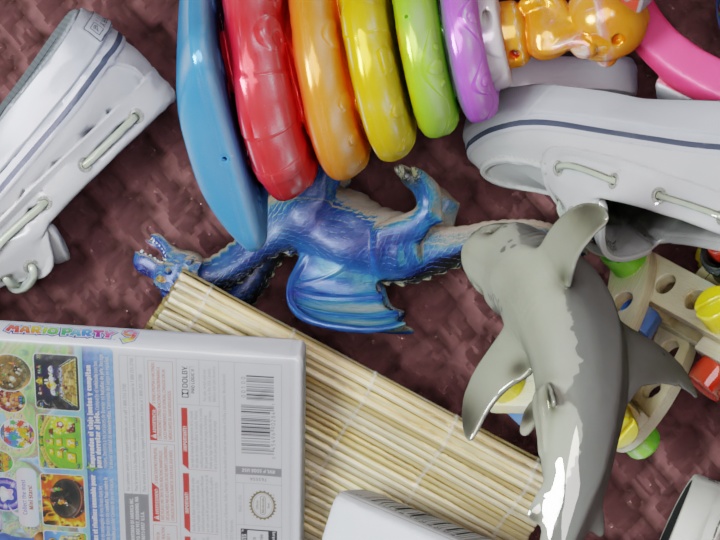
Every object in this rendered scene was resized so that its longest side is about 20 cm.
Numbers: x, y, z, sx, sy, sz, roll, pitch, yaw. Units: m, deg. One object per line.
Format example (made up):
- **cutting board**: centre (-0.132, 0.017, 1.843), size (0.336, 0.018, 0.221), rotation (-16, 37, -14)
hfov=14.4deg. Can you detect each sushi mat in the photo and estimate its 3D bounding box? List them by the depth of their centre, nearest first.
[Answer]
- **sushi mat**: centre (-0.015, 0.082, 1.286), size (0.199, 0.012, 0.096), rotation (28, 118, -1)

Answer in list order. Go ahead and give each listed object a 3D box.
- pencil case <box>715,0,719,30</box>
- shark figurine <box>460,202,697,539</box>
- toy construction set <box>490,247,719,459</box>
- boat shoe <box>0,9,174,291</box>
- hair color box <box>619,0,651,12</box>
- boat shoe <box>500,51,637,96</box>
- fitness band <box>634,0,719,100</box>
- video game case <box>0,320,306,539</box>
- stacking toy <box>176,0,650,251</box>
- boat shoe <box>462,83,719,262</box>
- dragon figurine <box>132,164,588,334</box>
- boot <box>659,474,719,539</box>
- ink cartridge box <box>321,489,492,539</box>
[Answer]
- **pencil case**: centre (0.260, -0.124, 1.281), size (0.199, 0.087, 0.078), rotation (-20, 94, 2)
- **shark figurine**: centre (0.098, 0.062, 1.173), size (0.089, 0.128, 0.215), rotation (15, 58, -27)
- **toy construction set**: centre (0.157, 0.052, 1.232), size (0.200, 0.092, 0.131), rotation (35, 81, 37)
- **boat shoe**: centre (-0.162, -0.022, 1.294), size (0.067, 0.074, 0.200), rotation (38, 96, -12)
- **hair color box**: centre (0.161, -0.209, 1.189), size (0.061, 0.102, 0.200), rotation (38, 63, 18)
- **boat shoe**: centre (0.029, -0.113, 1.304), size (0.199, 0.072, 0.068), rotation (6, 86, 10)
- **fitness band**: centre (0.202, -0.121, 1.230), size (0.199, 0.037, 0.144), rotation (22, 76, 17)
- **video game case**: centre (-0.124, 0.087, 1.278), size (0.199, 0.018, 0.144), rotation (4, 123, 3)
- **stacking toy**: centre (0.024, -0.094, 1.215), size (0.199, 0.110, 0.116), rotation (-11, 126, 7)
- **boat shoe**: centre (0.110, -0.038, 1.227), size (0.073, 0.200, 0.067), rotation (24, 77, -35)
- **dragon figurine**: centre (0.000, 0.000, 1.297), size (0.199, 0.059, 0.100), rotation (16, 88, 8)
- **boot**: centre (0.172, 0.210, 1.267), size (0.144, 0.072, 0.201), rotation (26, 84, 3)
- **ink cartridge box**: centre (0.049, 0.221, 1.233), size (0.196, 0.043, 0.201), rotation (21, 99, 28)
